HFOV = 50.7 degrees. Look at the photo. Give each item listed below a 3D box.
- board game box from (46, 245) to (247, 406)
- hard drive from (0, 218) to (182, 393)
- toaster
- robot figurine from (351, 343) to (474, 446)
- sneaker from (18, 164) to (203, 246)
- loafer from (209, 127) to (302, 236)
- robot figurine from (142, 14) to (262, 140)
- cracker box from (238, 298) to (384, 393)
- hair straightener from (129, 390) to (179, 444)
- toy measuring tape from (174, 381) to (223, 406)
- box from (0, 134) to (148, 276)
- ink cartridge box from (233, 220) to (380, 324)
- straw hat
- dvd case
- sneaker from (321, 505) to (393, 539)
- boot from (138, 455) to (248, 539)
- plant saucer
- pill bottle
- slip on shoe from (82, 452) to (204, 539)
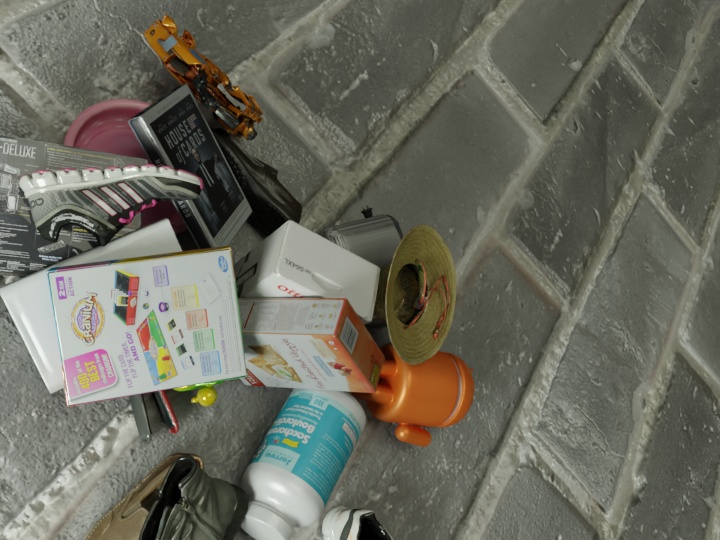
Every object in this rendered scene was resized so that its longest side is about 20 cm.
[{"bbox_3d":[-0.237,0.059,0.859,0.199,0.040,0.154,-7,98,-14],"label":"board game box"},{"bbox_3d":[-0.293,0.038,0.886,0.199,0.026,0.132,-26,104,-20],"label":"hard drive"},{"bbox_3d":[0.000,0.000,1.139,0.129,0.114,0.201,-12,83,-37],"label":"toaster"},{"bbox_3d":[0.085,0.173,1.125,0.199,0.117,0.144,13,42,-31],"label":"robot figurine"},{"bbox_3d":[-0.279,-0.073,0.870,0.199,0.074,0.088,-7,92,-22],"label":"sneaker"},{"bbox_3d":[-0.162,-0.131,1.115,0.200,0.073,0.071,49,38,-12],"label":"loafer"},{"bbox_3d":[-0.217,-0.269,1.089,0.200,0.058,0.145,46,7,5],"label":"robot figurine"},{"bbox_3d":[-0.086,0.094,0.953,0.134,0.199,0.058,58,40,-45],"label":"cracker box"},{"bbox_3d":[-0.288,0.116,0.916,0.077,0.041,0.201,-20,90,-33],"label":"hair straightener"},{"bbox_3d":[-0.238,0.083,0.960,0.073,0.074,0.201,-19,77,-40],"label":"toy measuring tape"},{"bbox_3d":[-0.361,-0.068,0.895,0.199,0.050,0.159,6,86,-25],"label":"box"},{"bbox_3d":[-0.089,0.033,1.002,0.146,0.200,0.085,27,56,-24],"label":"ink cartridge box"},{"bbox_3d":[0.051,0.032,1.045,0.201,0.085,0.202,-11,103,-56],"label":"straw hat"},{"bbox_3d":[-0.216,-0.131,0.997,0.150,0.025,0.201,-70,140,-60],"label":"dvd case"},{"bbox_3d":[0.025,0.402,1.003,0.074,0.080,0.200,-36,95,-42],"label":"sneaker"},{"bbox_3d":[-0.203,0.312,0.833,0.131,0.067,0.201,49,52,-53],"label":"boot"},{"bbox_3d":[-0.300,-0.130,1.018,0.200,0.051,0.201,16,61,-30],"label":"plant saucer"},{"bbox_3d":[-0.079,0.247,0.973,0.111,0.111,0.200,41,51,-14],"label":"pill bottle"},{"bbox_3d":[-0.248,0.289,0.862,0.076,0.061,0.200,50,50,-8],"label":"slip on shoe"}]
